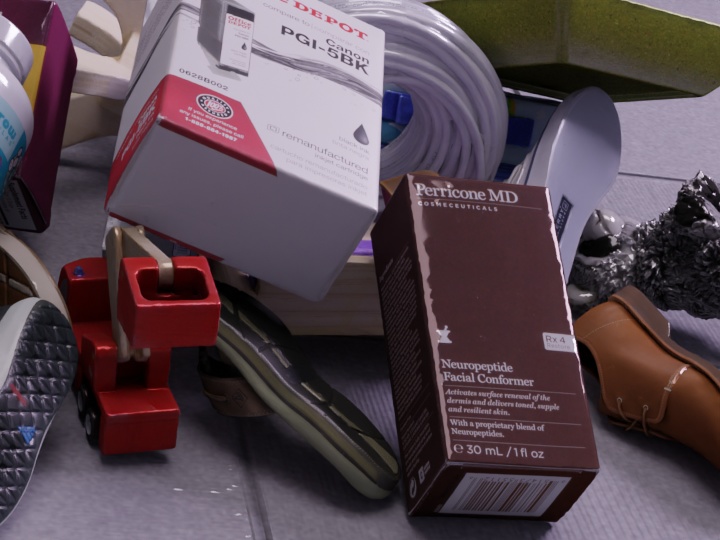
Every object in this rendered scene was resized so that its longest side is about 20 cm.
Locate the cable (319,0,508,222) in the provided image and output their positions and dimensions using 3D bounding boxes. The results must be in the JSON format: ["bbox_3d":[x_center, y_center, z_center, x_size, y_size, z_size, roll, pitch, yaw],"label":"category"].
[{"bbox_3d":[0.005,-0.103,1.481,0.199,0.201,0.069,8,32,-11],"label":"cable"}]

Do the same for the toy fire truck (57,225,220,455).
[{"bbox_3d":[-0.135,0.027,1.217,0.049,0.142,0.200,-3,29,-20],"label":"toy fire truck"}]

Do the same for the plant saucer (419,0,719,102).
[{"bbox_3d":[0.156,-0.158,1.522,0.199,0.048,0.200,9,-3,-34],"label":"plant saucer"}]

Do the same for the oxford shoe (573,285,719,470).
[{"bbox_3d":[0.197,0.089,1.355,0.071,0.071,0.200,-27,38,-13],"label":"oxford shoe"}]

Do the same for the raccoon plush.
[{"bbox_3d":[0.232,0.029,1.494,0.200,0.134,0.097,57,24,13],"label":"raccoon plush"}]

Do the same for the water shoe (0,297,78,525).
[{"bbox_3d":[-0.221,0.093,1.152,0.079,0.072,0.200,-17,24,28],"label":"water shoe"}]

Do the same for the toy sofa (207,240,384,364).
[{"bbox_3d":[0.000,0.000,1.372,0.199,0.098,0.083,0,41,-22],"label":"toy sofa"}]

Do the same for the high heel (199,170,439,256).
[{"bbox_3d":[-0.028,0.000,1.458,0.199,0.096,0.067,-19,31,-14],"label":"high heel"}]

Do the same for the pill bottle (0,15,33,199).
[{"bbox_3d":[-0.265,-0.065,1.251,0.110,0.111,0.200,16,58,8],"label":"pill bottle"}]

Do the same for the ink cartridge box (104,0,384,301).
[{"bbox_3d":[-0.066,-0.095,1.292,0.146,0.083,0.200,23,36,-16],"label":"ink cartridge box"}]

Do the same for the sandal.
[{"bbox_3d":[-0.061,0.070,1.247,0.201,0.057,0.080,46,16,20],"label":"sandal"}]

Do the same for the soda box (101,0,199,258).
[{"bbox_3d":[-0.127,-0.086,1.402,0.063,0.068,0.201,9,67,-4],"label":"soda box"}]

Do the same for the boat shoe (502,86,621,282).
[{"bbox_3d":[0.124,-0.049,1.481,0.065,0.074,0.200,-8,43,44],"label":"boat shoe"}]

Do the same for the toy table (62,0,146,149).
[{"bbox_3d":[-0.168,-0.147,1.544,0.117,0.184,0.200,26,6,-8],"label":"toy table"}]

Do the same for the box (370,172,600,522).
[{"bbox_3d":[0.072,0.045,1.254,0.100,0.075,0.201,4,55,-19],"label":"box"}]

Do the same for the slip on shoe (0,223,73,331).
[{"bbox_3d":[-0.226,0.008,1.310,0.060,0.076,0.200,5,17,-43],"label":"slip on shoe"}]

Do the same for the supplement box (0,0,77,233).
[{"bbox_3d":[-0.301,-0.111,1.390,0.199,0.131,0.103,6,-19,3],"label":"supplement box"}]

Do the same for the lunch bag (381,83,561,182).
[{"bbox_3d":[0.060,-0.110,1.615,0.199,0.083,0.161,9,2,-11],"label":"lunch bag"}]
